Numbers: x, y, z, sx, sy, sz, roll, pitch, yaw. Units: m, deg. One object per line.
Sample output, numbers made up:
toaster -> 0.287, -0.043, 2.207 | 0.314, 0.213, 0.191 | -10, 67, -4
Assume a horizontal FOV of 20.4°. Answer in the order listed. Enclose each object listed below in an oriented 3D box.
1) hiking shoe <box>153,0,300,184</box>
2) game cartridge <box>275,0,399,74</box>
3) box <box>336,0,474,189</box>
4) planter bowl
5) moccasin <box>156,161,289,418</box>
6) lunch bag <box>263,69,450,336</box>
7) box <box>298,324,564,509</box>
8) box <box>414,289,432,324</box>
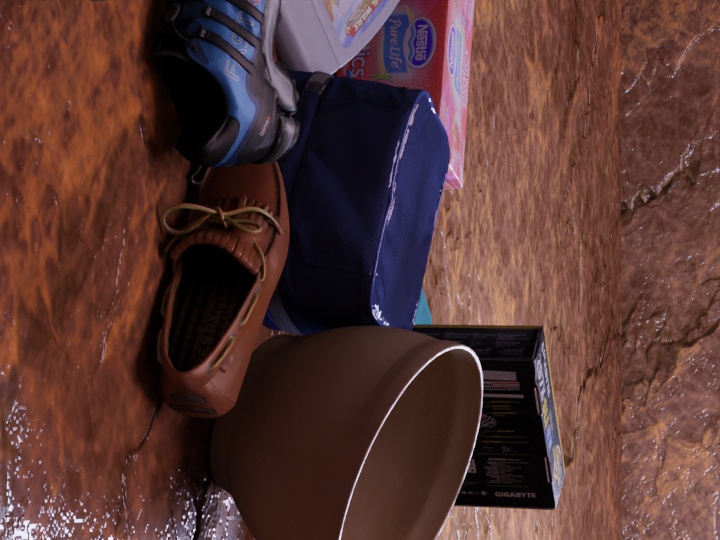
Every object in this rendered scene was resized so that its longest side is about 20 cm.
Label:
hiking shoe -> -0.097, -0.163, 1.304 | 0.087, 0.074, 0.201 | -18, 95, -48
game cartridge -> -0.019, -0.237, 1.528 | 0.200, 0.041, 0.133 | -54, 132, -33
box -> 0.039, -0.178, 1.755 | 0.095, 0.102, 0.201 | 55, 38, -65
planter bowl -> -0.020, 0.123, 1.400 | 0.200, 0.134, 0.201 | -47, 148, -41
moccasin -> -0.095, -0.004, 1.322 | 0.078, 0.073, 0.202 | 80, 25, -57
lunch bag -> -0.021, -0.053, 1.466 | 0.136, 0.132, 0.201 | 58, 43, -65
box -> 0.057, 0.118, 1.618 | 0.049, 0.199, 0.160 | -68, 152, -51
box -> 0.000, 0.000, 1.636 | 0.200, 0.082, 0.049 | 71, 23, -49
